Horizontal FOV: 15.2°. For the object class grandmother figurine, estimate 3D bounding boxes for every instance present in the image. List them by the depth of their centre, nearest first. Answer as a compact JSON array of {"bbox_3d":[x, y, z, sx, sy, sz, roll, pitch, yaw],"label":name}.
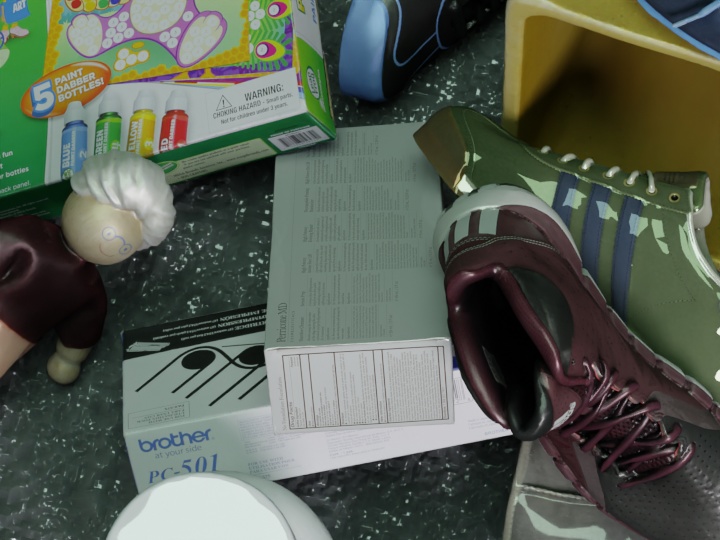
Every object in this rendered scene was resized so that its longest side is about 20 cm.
[{"bbox_3d":[-0.166,0.019,1.267,0.200,0.121,0.061,-42,54,8],"label":"grandmother figurine"}]

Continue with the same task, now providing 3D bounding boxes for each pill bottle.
[{"bbox_3d":[-0.057,0.150,1.169,0.110,0.200,0.111,-1,71,4],"label":"pill bottle"}]

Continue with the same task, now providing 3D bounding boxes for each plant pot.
[{"bbox_3d":[0.189,-0.130,1.264,0.195,0.194,0.200,18,67,10],"label":"plant pot"}]

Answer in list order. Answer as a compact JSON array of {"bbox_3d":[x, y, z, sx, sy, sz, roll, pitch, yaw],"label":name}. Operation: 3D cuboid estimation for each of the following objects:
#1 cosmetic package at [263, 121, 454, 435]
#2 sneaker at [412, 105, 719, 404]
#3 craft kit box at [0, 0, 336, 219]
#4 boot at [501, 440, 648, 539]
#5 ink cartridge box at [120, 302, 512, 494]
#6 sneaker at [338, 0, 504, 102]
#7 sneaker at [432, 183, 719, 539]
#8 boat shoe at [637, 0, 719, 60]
[{"bbox_3d":[0.000,0.000,1.239,0.082,0.051,0.200,-2,31,2],"label":"cosmetic package"},{"bbox_3d":[0.121,-0.019,1.233,0.090,0.067,0.200,-44,77,10],"label":"sneaker"},{"bbox_3d":[-0.119,-0.136,1.326,0.199,0.049,0.198,-15,66,18],"label":"craft kit box"},{"bbox_3d":[0.162,0.145,1.226,0.199,0.073,0.182,10,58,0],"label":"boot"},{"bbox_3d":[-0.010,0.049,1.258,0.199,0.044,0.094,-11,30,0],"label":"ink cartridge box"},{"bbox_3d":[0.062,-0.162,1.339,0.078,0.070,0.200,24,73,18],"label":"sneaker"},{"bbox_3d":[0.093,0.064,1.140,0.076,0.116,0.200,-37,102,20],"label":"sneaker"},{"bbox_3d":[0.207,-0.116,1.114,0.199,0.069,0.084,19,62,10],"label":"boat shoe"}]
